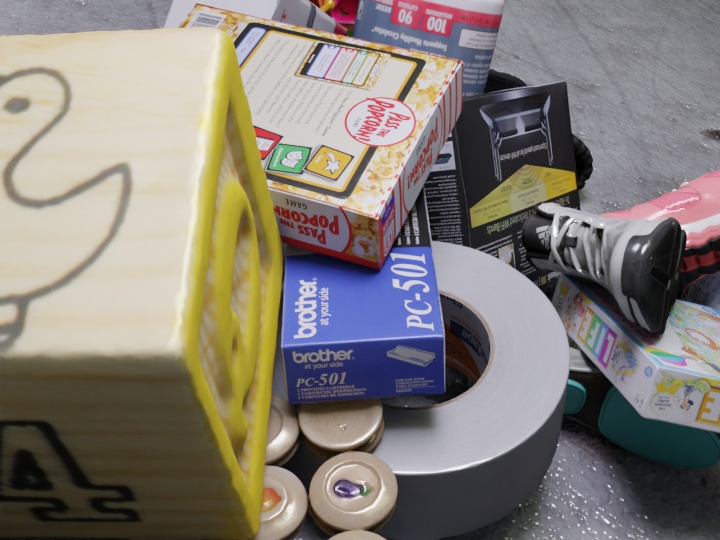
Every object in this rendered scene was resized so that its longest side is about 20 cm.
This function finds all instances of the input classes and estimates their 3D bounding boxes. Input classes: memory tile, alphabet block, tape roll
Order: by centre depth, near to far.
[{"bbox_3d":[-0.153,0.014,0.597,0.196,0.197,0.198,-2,58,5],"label":"alphabet block"},{"bbox_3d":[-0.053,0.146,0.622,0.151,0.017,0.202,-7,46,1],"label":"memory tile"},{"bbox_3d":[0.033,0.070,0.751,0.197,0.067,0.202,-1,42,1],"label":"tape roll"}]

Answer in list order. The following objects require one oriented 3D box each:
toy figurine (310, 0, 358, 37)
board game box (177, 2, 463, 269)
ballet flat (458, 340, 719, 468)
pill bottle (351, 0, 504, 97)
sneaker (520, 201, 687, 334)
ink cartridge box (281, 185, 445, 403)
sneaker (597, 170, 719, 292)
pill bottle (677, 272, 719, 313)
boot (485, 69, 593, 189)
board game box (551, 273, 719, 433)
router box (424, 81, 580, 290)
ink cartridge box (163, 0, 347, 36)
[{"bbox_3d":[-0.079,-0.254,1.200,0.197,0.152,0.184,7,36,28],"label":"toy figurine"},{"bbox_3d":[-0.051,-0.093,0.750,0.197,0.047,0.152,16,51,18],"label":"board game box"},{"bbox_3d":[0.169,0.080,0.839,0.197,0.068,0.064,17,41,4],"label":"ballet flat"},{"bbox_3d":[0.041,-0.142,0.978,0.118,0.203,0.120,11,17,-3],"label":"pill bottle"},{"bbox_3d":[0.160,-0.005,0.808,0.114,0.077,0.200,10,4,17],"label":"sneaker"},{"bbox_3d":[0.000,0.000,0.735,0.092,0.045,0.201,-4,34,0],"label":"ink cartridge box"},{"bbox_3d":[0.260,-0.034,0.923,0.197,0.074,0.087,-6,40,25],"label":"sneaker"},{"bbox_3d":[0.322,0.022,0.954,0.110,0.113,0.201,-3,38,-27],"label":"pill bottle"},{"bbox_3d":[0.111,-0.141,1.136,0.208,0.080,0.159,2,35,-21],"label":"boot"},{"bbox_3d":[0.223,0.059,0.813,0.132,0.035,0.200,13,14,-11],"label":"board game box"},{"bbox_3d":[0.109,-0.059,0.917,0.052,0.160,0.199,-2,10,35],"label":"router box"},{"bbox_3d":[-0.092,-0.153,0.937,0.082,0.147,0.200,22,6,12],"label":"ink cartridge box"}]
